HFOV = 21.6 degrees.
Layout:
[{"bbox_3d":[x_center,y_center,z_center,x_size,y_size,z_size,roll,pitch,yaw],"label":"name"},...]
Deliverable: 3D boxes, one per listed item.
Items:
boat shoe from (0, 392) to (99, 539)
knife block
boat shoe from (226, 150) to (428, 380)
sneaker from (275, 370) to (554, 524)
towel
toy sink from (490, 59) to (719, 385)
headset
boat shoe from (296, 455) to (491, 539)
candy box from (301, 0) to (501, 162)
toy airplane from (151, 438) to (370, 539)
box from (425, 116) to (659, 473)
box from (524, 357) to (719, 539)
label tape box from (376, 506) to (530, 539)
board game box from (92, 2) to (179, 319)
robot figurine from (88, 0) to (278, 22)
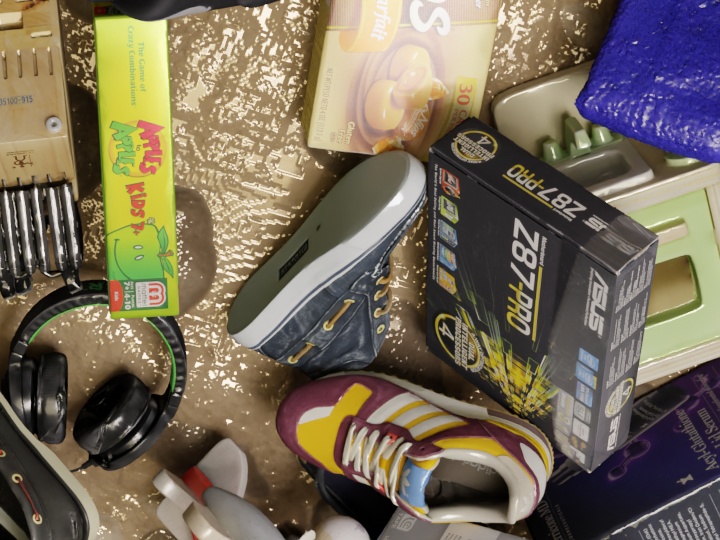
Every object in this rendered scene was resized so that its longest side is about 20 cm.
[{"bbox_3d":[-0.264,0.125,1.272,0.201,0.063,0.074,40,123,22],"label":"boat shoe"},{"bbox_3d":[-0.223,-0.088,1.258,0.063,0.176,0.202,-6,68,-7],"label":"knife block"},{"bbox_3d":[0.000,0.000,1.300,0.090,0.071,0.200,30,128,-25],"label":"boat shoe"},{"bbox_3d":[0.028,0.122,1.274,0.198,0.090,0.076,8,109,16],"label":"sneaker"},{"bbox_3d":[0.255,-0.137,1.239,0.198,0.050,0.149,19,71,13],"label":"towel"},{"bbox_3d":[0.183,-0.034,1.307,0.129,0.112,0.202,-18,113,-2],"label":"toy sink"},{"bbox_3d":[-0.196,0.106,1.312,0.122,0.094,0.201,19,113,-15],"label":"headset"},{"bbox_3d":[0.031,0.181,1.396,0.075,0.062,0.200,-44,113,8],"label":"boat shoe"},{"bbox_3d":[0.033,-0.177,1.257,0.114,0.055,0.202,6,110,-10],"label":"candy box"},{"bbox_3d":[-0.060,0.204,1.321,0.140,0.200,0.200,-27,109,9],"label":"toy airplane"},{"bbox_3d":[0.114,0.017,1.248,0.049,0.161,0.201,-37,147,-30],"label":"box"},{"bbox_3d":[0.224,0.173,1.376,0.199,0.148,0.105,-28,113,2],"label":"box"},{"bbox_3d":[0.114,0.241,1.267,0.066,0.199,0.144,-54,130,-23],"label":"label tape box"},{"bbox_3d":[-0.148,-0.081,1.241,0.047,0.102,0.202,-3,112,-7],"label":"board game box"},{"bbox_3d":[-0.094,-0.223,1.151,0.199,0.124,0.152,-18,91,-37],"label":"robot figurine"}]
